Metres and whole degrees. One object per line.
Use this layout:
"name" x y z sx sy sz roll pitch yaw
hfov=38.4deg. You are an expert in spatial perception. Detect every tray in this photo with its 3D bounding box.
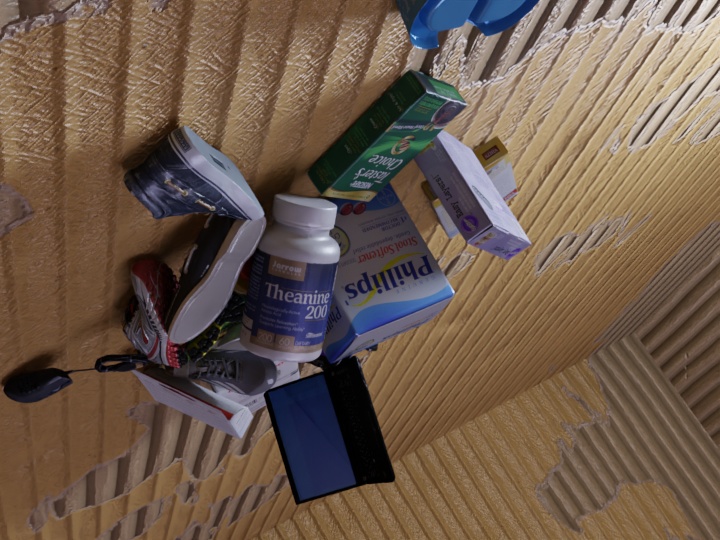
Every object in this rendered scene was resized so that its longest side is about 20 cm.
"tray" -0.116 0.069 1.542 0.199 0.022 0.107 -19 177 -21

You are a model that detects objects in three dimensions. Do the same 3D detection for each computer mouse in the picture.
"computer mouse" -0.379 0.146 1.377 0.199 0.034 0.059 -13 157 5

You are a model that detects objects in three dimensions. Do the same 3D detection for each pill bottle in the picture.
"pill bottle" -0.087 0.008 1.329 0.111 0.111 0.201 -6 111 -52

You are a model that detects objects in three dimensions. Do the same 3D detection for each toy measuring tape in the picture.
"toy measuring tape" -0.144 0.001 1.401 0.073 0.074 0.200 -38 142 14

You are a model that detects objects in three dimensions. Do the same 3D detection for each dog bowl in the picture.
"dog bowl" 0.123 -0.310 1.146 0.199 0.050 0.112 -19 156 -33

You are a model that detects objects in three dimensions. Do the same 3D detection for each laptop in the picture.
"laptop" -0.049 0.230 1.463 0.103 0.178 0.200 -16 173 -19

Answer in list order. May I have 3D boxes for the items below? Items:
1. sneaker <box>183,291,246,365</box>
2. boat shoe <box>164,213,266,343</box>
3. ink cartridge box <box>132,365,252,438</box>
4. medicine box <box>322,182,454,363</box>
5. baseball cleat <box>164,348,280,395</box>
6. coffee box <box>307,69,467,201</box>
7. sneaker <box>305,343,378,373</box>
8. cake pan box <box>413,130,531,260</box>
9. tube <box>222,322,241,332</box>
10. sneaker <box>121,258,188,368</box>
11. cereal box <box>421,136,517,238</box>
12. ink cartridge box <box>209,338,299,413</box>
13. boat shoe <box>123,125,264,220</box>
"sneaker" -0.202 0.047 1.483 0.200 0.078 0.085 -39 -167 -1
"boat shoe" -0.193 -0.002 1.293 0.074 0.060 0.201 5 119 -58
"ink cartridge box" -0.255 0.188 1.581 0.200 0.162 0.057 91 24 -65
"medicine box" 0.000 0.000 1.460 0.181 0.201 0.103 -21 162 -32
"baseball cleat" -0.220 0.151 1.549 0.199 0.070 0.106 2 180 38
"coffee box" 0.036 -0.170 1.349 0.200 0.044 0.123 -42 159 23
"sneaker" -0.063 0.117 1.545 0.199 0.100 0.070 -19 177 16
"cake pan box" 0.156 -0.111 1.472 0.052 0.185 0.200 -34 162 18
"tube" -0.183 0.061 1.560 0.199 0.052 0.058 -30 129 7
"sneaker" -0.280 0.062 1.354 0.082 0.078 0.201 5 139 4
"cereal box" 0.181 -0.131 1.680 0.144 0.040 0.200 -34 161 2
"ink cartridge box" -0.186 0.168 1.749 0.145 0.085 0.200 -28 159 -12
"boat shoe" -0.186 -0.090 1.167 0.091 0.071 0.200 -34 154 7
